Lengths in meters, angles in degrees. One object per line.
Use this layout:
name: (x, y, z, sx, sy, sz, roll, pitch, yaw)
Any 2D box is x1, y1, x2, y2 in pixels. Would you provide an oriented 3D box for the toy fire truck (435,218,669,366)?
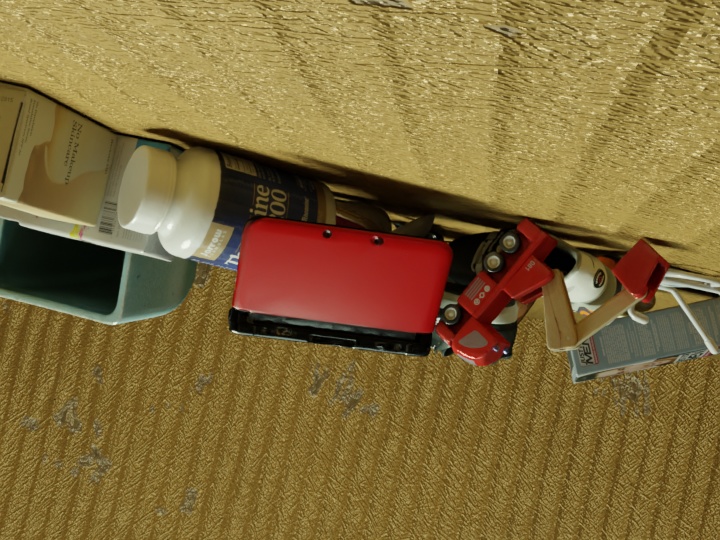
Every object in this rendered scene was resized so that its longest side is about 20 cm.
toy fire truck: (0.180, 0.028, 1.183, 0.141, 0.200, 0.049, 43, -170, 25)

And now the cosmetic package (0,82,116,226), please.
cosmetic package: (-0.312, -0.108, 1.181, 0.071, 0.106, 0.200, 12, 179, 13)

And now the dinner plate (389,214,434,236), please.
dinner plate: (0.000, 0.000, 1.350, 0.199, 0.024, 0.200, -29, 174, -3)

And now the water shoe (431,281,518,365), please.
water shoe: (0.078, 0.052, 1.312, 0.071, 0.079, 0.199, -10, -165, -42)

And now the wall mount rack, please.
wall mount rack: (0.354, 0.043, 1.369, 0.173, 0.075, 0.200, 13, 178, -12)

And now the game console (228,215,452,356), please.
game console: (-0.025, 0.014, 1.223, 0.199, 0.119, 0.172, 8, -178, -7)

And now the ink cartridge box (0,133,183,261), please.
ink cartridge box: (-0.286, -0.088, 1.316, 0.199, 0.116, 0.068, 13, 177, 20)

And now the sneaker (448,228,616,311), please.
sneaker: (0.161, -0.015, 1.286, 0.199, 0.074, 0.088, 9, 161, 35)

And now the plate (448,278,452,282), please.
plate: (0.093, 0.055, 1.513, 0.199, 0.026, 0.200, 6, -156, -3)

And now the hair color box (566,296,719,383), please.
hair color box: (0.354, 0.086, 1.519, 0.199, 0.061, 0.099, -12, 167, 6)

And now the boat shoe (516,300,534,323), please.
boat shoe: (0.178, 0.020, 1.479, 0.065, 0.073, 0.200, 41, -152, 0)

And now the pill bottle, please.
pill bottle: (-0.133, -0.059, 1.231, 0.199, 0.112, 0.111, 15, 177, -28)

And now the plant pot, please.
plant pot: (-0.289, -0.048, 1.470, 0.195, 0.198, 0.200, 12, -178, 25)

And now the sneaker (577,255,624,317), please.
sneaker: (0.214, 0.011, 1.360, 0.111, 0.078, 0.200, 13, 177, -12)

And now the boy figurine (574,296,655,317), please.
boy figurine: (0.314, 0.037, 1.572, 0.124, 0.065, 0.200, 5, 172, 23)

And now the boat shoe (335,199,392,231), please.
boat shoe: (-0.067, -0.051, 1.380, 0.199, 0.074, 0.069, 3, -167, 12)

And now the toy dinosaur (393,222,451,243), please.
toy dinosaur: (0.072, -0.021, 1.519, 0.199, 0.103, 0.136, -23, -175, 13)
